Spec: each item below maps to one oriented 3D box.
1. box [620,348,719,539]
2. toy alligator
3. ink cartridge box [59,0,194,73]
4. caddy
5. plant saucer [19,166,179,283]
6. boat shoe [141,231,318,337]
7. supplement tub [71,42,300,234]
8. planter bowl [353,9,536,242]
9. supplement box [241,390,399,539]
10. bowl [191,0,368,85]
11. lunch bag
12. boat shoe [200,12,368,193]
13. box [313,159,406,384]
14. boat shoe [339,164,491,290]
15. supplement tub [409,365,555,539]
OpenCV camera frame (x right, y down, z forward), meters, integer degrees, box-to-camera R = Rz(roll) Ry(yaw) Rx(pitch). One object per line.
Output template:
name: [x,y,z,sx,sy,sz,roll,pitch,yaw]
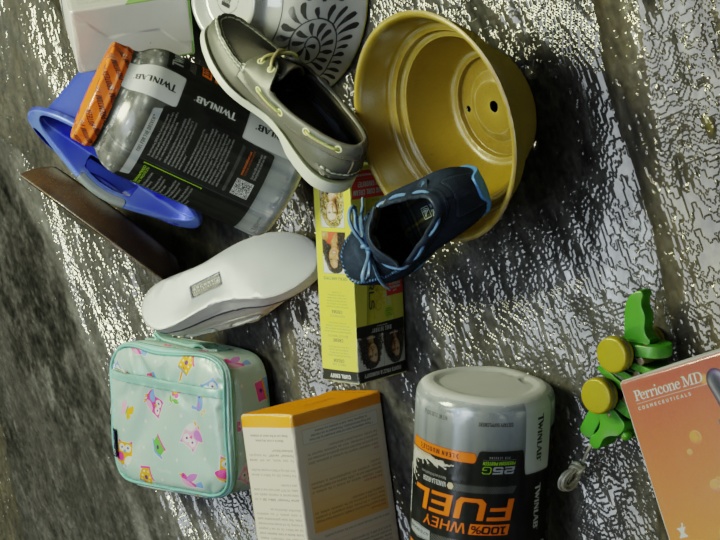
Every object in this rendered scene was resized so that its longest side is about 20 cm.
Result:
box: [0.312,0.152,1.342,0.152,0.106,0.200,-23,82,43]
toy alligator: [0.217,0.111,1.455,0.054,0.059,0.200,34,119,34]
ink cartridge box: [-0.237,-0.271,1.737,0.200,0.117,0.067,-116,18,-57]
caddy: [-0.232,-0.116,1.738,0.200,0.105,0.141,34,163,-10]
plant saucer: [-0.260,-0.049,1.809,0.200,0.200,0.032,32,83,35]
boat shoe: [-0.117,0.021,1.747,0.200,0.070,0.071,-23,63,19]
supplement tub: [-0.155,-0.124,1.618,0.123,0.200,0.123,-57,17,29]
planter bowl: [0.089,-0.132,1.502,0.200,0.083,0.201,28,128,42]
supplement box: [-0.035,0.222,1.667,0.073,0.126,0.201,-4,94,43]
bowl: [-0.096,-0.258,1.657,0.200,0.094,0.201,10,105,41]
lunch bag: [-0.182,0.146,1.824,0.200,0.077,0.161,4,101,43]
boat shoe: [-0.065,-0.160,1.561,0.202,0.072,0.060,50,138,15]
box: [0.000,0.000,1.630,0.050,0.075,0.201,4,99,41]
boat shoe: [0.028,-0.040,1.497,0.084,0.069,0.200,61,143,11]
supplement tub: [0.105,0.192,1.534,0.122,0.122,0.201,12,106,41]
